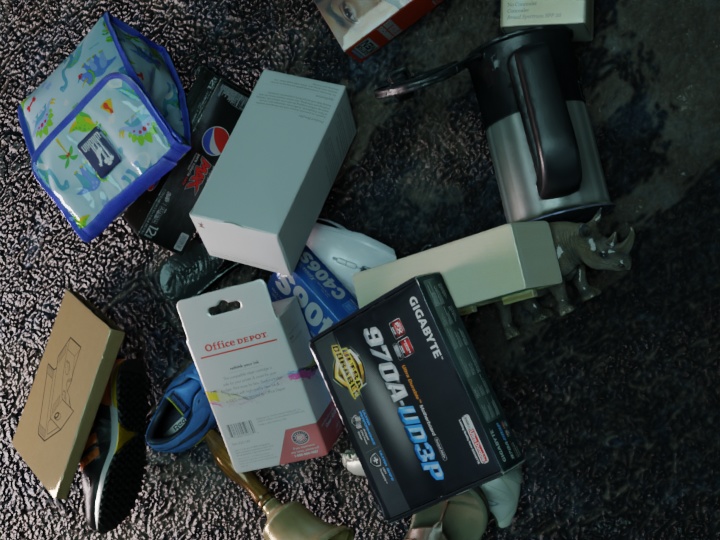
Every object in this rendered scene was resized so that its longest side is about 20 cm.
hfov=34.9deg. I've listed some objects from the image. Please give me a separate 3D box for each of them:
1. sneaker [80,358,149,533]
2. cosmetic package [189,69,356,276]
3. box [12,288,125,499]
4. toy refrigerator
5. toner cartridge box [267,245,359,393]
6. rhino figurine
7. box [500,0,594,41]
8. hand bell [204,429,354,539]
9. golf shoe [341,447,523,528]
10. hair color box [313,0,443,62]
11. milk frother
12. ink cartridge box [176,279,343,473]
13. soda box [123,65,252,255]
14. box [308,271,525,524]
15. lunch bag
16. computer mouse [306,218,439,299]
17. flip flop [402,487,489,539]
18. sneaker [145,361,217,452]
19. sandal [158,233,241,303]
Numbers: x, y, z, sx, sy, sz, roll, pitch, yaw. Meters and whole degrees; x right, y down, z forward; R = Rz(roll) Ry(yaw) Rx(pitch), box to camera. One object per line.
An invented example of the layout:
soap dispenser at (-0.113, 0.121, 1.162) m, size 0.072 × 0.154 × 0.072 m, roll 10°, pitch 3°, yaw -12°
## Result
sneaker at (-0.304, 0.201, 1.342) m, size 0.089 × 0.070 × 0.204 m, roll 5°, pitch 87°, yaw 30°
cosmetic package at (-0.090, -0.108, 1.231) m, size 0.106 × 0.085 × 0.202 m, roll 15°, pitch 64°, yaw 18°
box at (-0.341, 0.139, 1.328) m, size 0.163 × 0.021 × 0.203 m, roll 25°, pitch 96°, yaw 54°
toy refrigerator at (0.094, 0.011, 1.141) m, size 0.198 × 0.075 × 0.071 m, roll -19°, pitch 82°, yaw 37°
toner cartridge box at (-0.025, 0.078, 1.243) m, size 0.200 × 0.043 × 0.095 m, roll 46°, pitch 135°, yaw 15°
rhino figurine at (0.199, -0.003, 1.149) m, size 0.199 × 0.059 × 0.088 m, roll -32°, pitch 87°, yaw 49°
box at (0.198, -0.347, 1.198) m, size 0.093 × 0.078 × 0.204 m, roll 0°, pitch 87°, yaw 17°
hand bell at (-0.107, 0.250, 1.269) m, size 0.104 × 0.104 × 0.200 m, roll -49°, pitch 65°, yaw 9°
golf shoe at (0.073, 0.228, 1.212) m, size 0.197 × 0.078 × 0.099 m, roll 1°, pitch 93°, yaw 19°
hair color box at (0.043, -0.336, 1.256) m, size 0.199 × 0.064 × 0.112 m, roll -35°, pitch 78°, yaw 14°
milk frother at (0.135, -0.132, 1.158) m, size 0.197 × 0.180 × 0.191 m, roll -16°, pitch 81°, yaw 21°
ink cartridge box at (-0.107, 0.104, 1.225) m, size 0.115 × 0.068 × 0.203 m, roll -13°, pitch 104°, yaw 20°
soda box at (-0.192, -0.125, 1.306) m, size 0.202 × 0.063 × 0.071 m, roll -60°, pitch 33°, yaw 6°
box at (0.051, 0.126, 1.115) m, size 0.158 × 0.046 × 0.203 m, roll -31°, pitch 79°, yaw 37°
lunch bag at (-0.282, -0.156, 1.289) m, size 0.170 × 0.127 × 0.202 m, roll -39°, pitch 57°, yaw 20°
computer mouse at (0.000, 0.000, 1.261) m, size 0.197 × 0.044 × 0.111 m, roll 20°, pitch 94°, yaw 18°
flip flop at (0.069, 0.291, 1.183) m, size 0.080 × 0.058 × 0.202 m, roll 30°, pitch 118°, yaw 2°
sneaker at (-0.170, 0.126, 1.292) m, size 0.066 × 0.078 × 0.201 m, roll 41°, pitch 98°, yaw 17°
sandal at (-0.156, -0.035, 1.310) m, size 0.200 × 0.048 × 0.076 m, roll -44°, pitch 75°, yaw 12°
